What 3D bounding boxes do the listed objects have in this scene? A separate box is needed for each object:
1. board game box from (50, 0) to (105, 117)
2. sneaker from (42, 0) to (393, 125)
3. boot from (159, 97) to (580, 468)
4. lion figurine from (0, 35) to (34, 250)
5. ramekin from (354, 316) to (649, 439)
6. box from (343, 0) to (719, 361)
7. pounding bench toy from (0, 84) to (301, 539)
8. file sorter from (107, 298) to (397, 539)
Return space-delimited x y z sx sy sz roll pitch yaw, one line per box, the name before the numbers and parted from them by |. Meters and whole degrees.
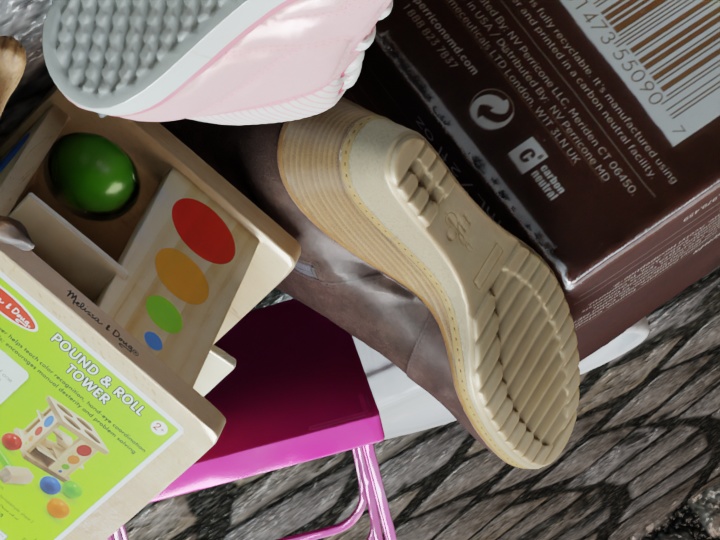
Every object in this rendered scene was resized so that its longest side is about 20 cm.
board game box | -0.026 -0.160 1.087 0.198 0.044 0.200 -29 164 -15
sneaker | -0.011 -0.116 1.025 0.200 0.076 0.105 -32 161 21
boot | 0.000 0.000 1.273 0.166 0.201 0.072 8 -131 46
lion figurine | -0.155 -0.071 0.882 0.072 0.201 0.123 -18 -159 17
ramekin | 0.060 0.025 1.660 0.201 0.095 0.202 -17 169 -3
box | 0.094 -0.062 1.377 0.164 0.166 0.200 -34 167 -19
pounding bench toy | -0.148 -0.006 1.173 0.124 0.200 0.156 -41 -165 32
file sorter | -0.055 0.110 1.340 0.138 0.126 0.200 -14 -164 -2
